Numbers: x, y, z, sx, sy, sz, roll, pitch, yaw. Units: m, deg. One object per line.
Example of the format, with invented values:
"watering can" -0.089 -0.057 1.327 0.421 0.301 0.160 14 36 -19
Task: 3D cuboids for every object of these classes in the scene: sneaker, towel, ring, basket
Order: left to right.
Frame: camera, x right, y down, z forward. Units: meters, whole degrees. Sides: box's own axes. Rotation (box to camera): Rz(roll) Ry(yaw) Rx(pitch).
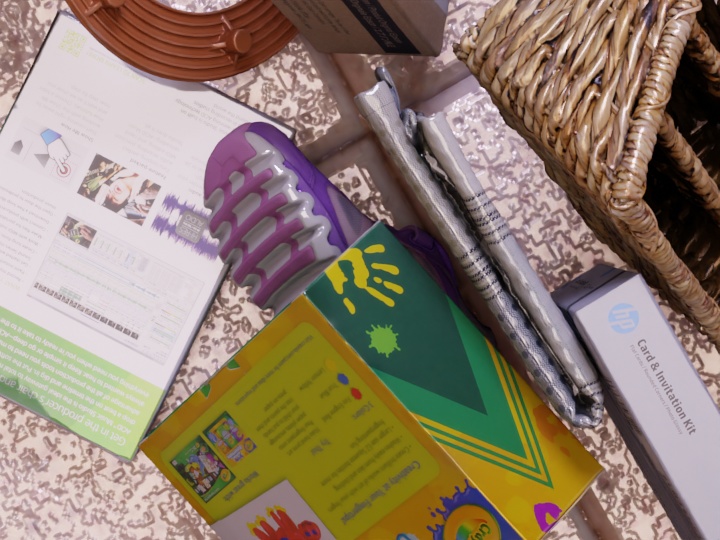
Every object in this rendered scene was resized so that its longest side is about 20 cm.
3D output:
"ring" -0.080 -0.197 1.410 0.200 0.019 0.202 -3 96 -39
"sneaker" 0.000 0.000 1.443 0.200 0.080 0.088 52 52 -7
"towel" 0.062 -0.017 1.387 0.034 0.193 0.201 -34 92 3
"basket" 0.168 -0.073 1.360 0.143 0.200 0.149 -43 51 0

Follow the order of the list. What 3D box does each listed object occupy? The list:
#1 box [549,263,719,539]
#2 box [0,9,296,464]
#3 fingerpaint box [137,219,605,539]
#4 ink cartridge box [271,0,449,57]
"box" 0.152 0.074 1.382 0.041 0.200 0.157 -30 91 -1
"box" -0.141 -0.018 1.472 0.144 0.036 0.201 27 91 1
"fingerpaint box" 0.002 0.094 1.393 0.167 0.200 0.073 47 52 1
"ink cartridge box" 0.003 -0.224 1.372 0.075 0.165 0.201 5 80 18
